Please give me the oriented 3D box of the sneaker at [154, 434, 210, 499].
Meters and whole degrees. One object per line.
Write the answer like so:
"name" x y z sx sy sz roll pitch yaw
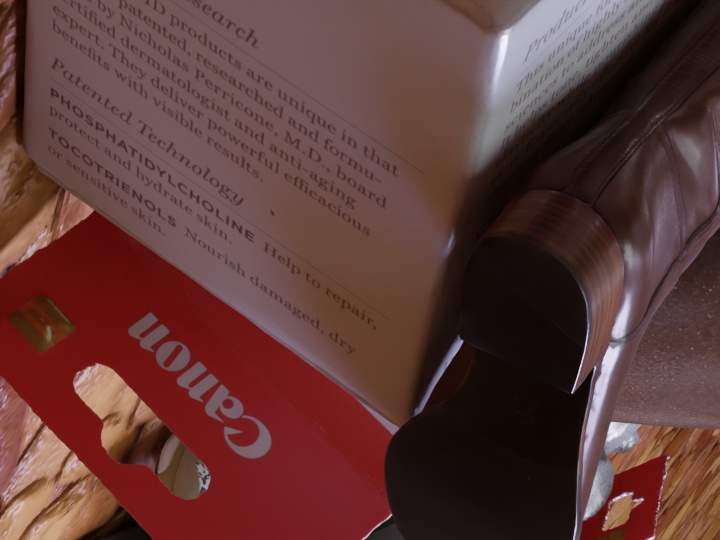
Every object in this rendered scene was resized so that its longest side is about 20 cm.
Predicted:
"sneaker" -0.022 0.083 1.104 0.088 0.077 0.200 -19 -168 33

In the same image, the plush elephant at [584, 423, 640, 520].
"plush elephant" 0.088 0.043 1.231 0.165 0.155 0.200 -52 163 -8

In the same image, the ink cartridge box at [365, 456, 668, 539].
"ink cartridge box" 0.055 0.136 1.257 0.200 0.050 0.161 -26 -174 14

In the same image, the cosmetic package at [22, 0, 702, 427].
"cosmetic package" 0.012 -0.097 0.748 0.167 0.166 0.200 -44 161 -32

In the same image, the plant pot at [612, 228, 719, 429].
"plant pot" 0.066 -0.021 0.964 0.187 0.200 0.187 -6 90 -80

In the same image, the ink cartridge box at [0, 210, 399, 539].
"ink cartridge box" -0.016 0.001 0.831 0.200 0.161 0.050 -36 158 -26

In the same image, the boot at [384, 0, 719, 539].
"boot" 0.093 -0.009 0.759 0.200 0.064 0.187 -48 164 -36

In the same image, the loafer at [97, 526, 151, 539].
"loafer" -0.074 0.152 1.150 0.200 0.070 0.075 -22 143 -61
